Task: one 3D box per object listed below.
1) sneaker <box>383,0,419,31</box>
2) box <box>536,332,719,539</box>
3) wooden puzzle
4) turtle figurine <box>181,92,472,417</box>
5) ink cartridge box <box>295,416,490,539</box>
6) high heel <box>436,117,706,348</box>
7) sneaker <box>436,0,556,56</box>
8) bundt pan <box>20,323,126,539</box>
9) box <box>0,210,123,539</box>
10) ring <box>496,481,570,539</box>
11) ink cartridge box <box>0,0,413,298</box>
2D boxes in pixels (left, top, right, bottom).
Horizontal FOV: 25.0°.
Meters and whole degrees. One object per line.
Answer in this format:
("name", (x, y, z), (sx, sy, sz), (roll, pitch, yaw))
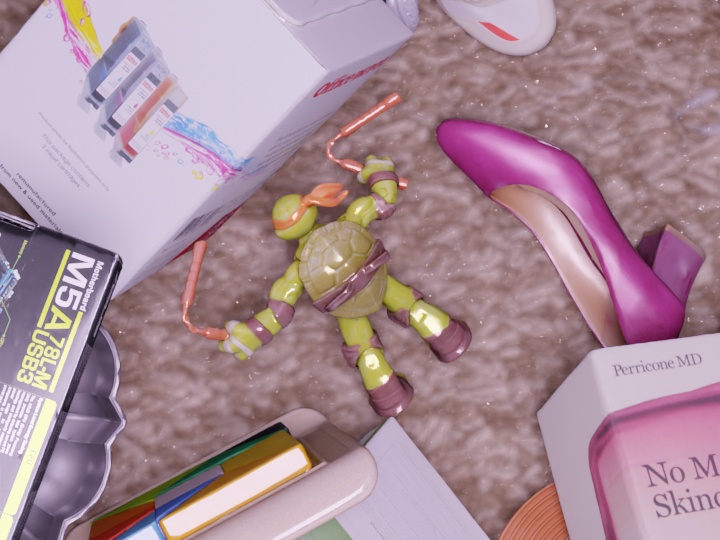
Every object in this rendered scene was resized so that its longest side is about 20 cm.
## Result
("sneaker", (-0.056, -0.213, 1.025), (0.114, 0.075, 0.200), (-32, 87, -7))
("box", (0.201, 0.148, 0.958), (0.128, 0.109, 0.200), (-7, 67, -16))
("wooden puzzle", (-0.090, 0.133, 0.922), (0.185, 0.200, 0.037), (-28, 98, -8))
("turtle figurine", (0.000, 0.000, 0.991), (0.200, 0.064, 0.161), (-49, 113, -20))
("ink cartridge box", (-0.003, 0.173, 0.926), (0.059, 0.200, 0.104), (-37, 92, 27))
("high heel", (0.122, -0.016, 1.021), (0.200, 0.067, 0.096), (29, 71, -5))
("sneaker", (0.052, -0.201, 0.996), (0.070, 0.093, 0.200), (-26, 115, 23))
("bundt pan", (-0.225, 0.069, 0.839), (0.202, 0.076, 0.202), (0, 84, -5))
("box", (-0.238, 0.053, 0.779), (0.193, 0.048, 0.200), (20, 82, -5))
("ring", (0.172, 0.214, 0.992), (0.200, 0.019, 0.201), (7, 62, -12))
("ink cartridge box", (-0.101, -0.113, 0.932), (0.200, 0.145, 0.145), (-42, 88, 25))
